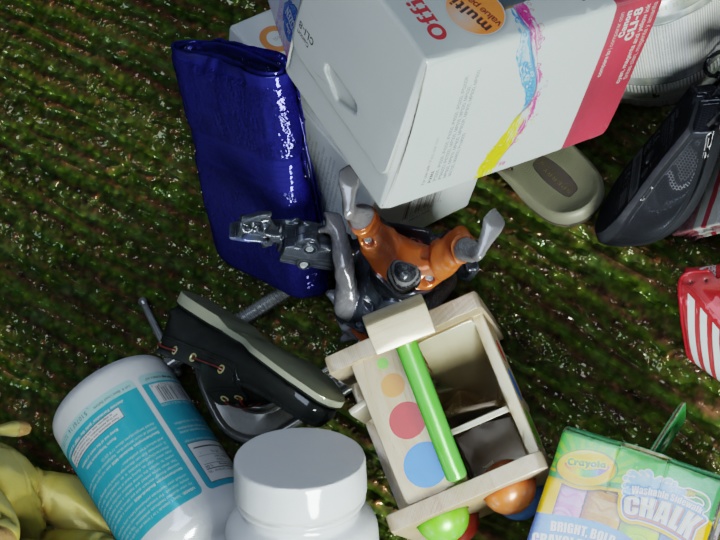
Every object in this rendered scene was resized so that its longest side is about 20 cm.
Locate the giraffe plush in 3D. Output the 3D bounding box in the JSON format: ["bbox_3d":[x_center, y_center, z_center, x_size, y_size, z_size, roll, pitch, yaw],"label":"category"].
[{"bbox_3d":[-0.307,0.234,1.150,0.200,0.172,0.163,40,108,12],"label":"giraffe plush"}]

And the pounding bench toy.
[{"bbox_3d":[0.061,0.114,1.042,0.124,0.200,0.157,-24,72,7],"label":"pounding bench toy"}]

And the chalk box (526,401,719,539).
[{"bbox_3d":[0.192,0.190,1.027,0.123,0.124,0.201,16,77,19],"label":"chalk box"}]

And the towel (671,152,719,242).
[{"bbox_3d":[0.309,-0.099,1.059,0.023,0.200,0.145,22,79,-14],"label":"towel"}]

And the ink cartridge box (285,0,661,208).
[{"bbox_3d":[0.073,-0.163,0.978,0.199,0.145,0.146,-21,60,-26],"label":"ink cartridge box"}]

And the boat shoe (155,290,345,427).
[{"bbox_3d":[-0.089,0.080,1.125,0.201,0.073,0.063,27,91,42],"label":"boat shoe"}]

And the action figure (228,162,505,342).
[{"bbox_3d":[0.000,0.000,1.055,0.198,0.194,0.105,6,62,-6],"label":"action figure"}]

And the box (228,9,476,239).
[{"bbox_3d":[-0.007,-0.126,1.172,0.124,0.098,0.200,-27,64,-27],"label":"box"}]

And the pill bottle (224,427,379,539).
[{"bbox_3d":[-0.042,0.225,1.038,0.113,0.113,0.201,5,111,17],"label":"pill bottle"}]

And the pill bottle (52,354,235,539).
[{"bbox_3d":[-0.155,0.174,1.136,0.111,0.111,0.200,-37,67,2],"label":"pill bottle"}]

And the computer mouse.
[{"bbox_3d":[0.252,-0.084,1.087,0.053,0.200,0.139,29,41,-6],"label":"computer mouse"}]

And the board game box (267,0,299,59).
[{"bbox_3d":[0.017,-0.220,1.151,0.041,0.199,0.200,-58,35,37],"label":"board game box"}]

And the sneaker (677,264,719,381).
[{"bbox_3d":[0.304,-0.006,1.066,0.115,0.078,0.201,26,96,24],"label":"sneaker"}]

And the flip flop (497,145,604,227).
[{"bbox_3d":[0.119,-0.113,1.178,0.081,0.058,0.200,-44,66,-1],"label":"flip flop"}]

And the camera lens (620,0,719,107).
[{"bbox_3d":[0.224,-0.234,1.110,0.159,0.200,0.161,-5,72,14],"label":"camera lens"}]

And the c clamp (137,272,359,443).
[{"bbox_3d":[-0.078,0.052,1.198,0.199,0.027,0.172,-27,68,6],"label":"c clamp"}]

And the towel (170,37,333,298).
[{"bbox_3d":[-0.083,-0.086,1.149,0.049,0.201,0.147,-26,33,-30],"label":"towel"}]
